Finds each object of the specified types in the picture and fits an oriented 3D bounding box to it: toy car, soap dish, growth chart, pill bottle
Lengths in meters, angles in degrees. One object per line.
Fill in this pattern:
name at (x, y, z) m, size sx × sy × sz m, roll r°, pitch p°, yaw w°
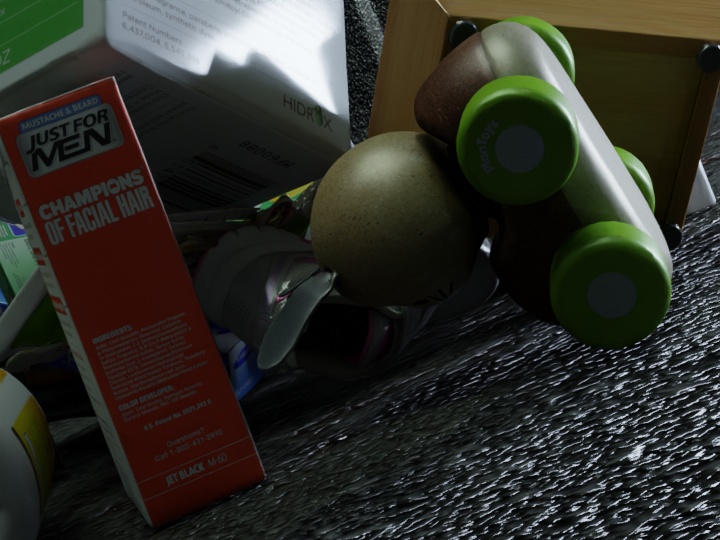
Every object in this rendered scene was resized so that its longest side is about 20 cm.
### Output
toy car at (0.038, -0.013, 0.814) m, size 0.200 × 0.158 × 0.164 m, roll -30°, pitch 13°, yaw 16°
soap dish at (0.107, -0.089, 0.931) m, size 0.199 × 0.158 × 0.081 m, roll 3°, pitch 26°, yaw -15°
growth chart at (-0.121, 0.009, 0.944) m, size 0.199 × 0.018 × 0.145 m, roll -12°, pitch -31°, yaw -40°
pill bottle at (-0.205, 0.100, 0.793) m, size 0.109 × 0.110 × 0.200 m, roll -22°, pitch 5°, yaw -6°

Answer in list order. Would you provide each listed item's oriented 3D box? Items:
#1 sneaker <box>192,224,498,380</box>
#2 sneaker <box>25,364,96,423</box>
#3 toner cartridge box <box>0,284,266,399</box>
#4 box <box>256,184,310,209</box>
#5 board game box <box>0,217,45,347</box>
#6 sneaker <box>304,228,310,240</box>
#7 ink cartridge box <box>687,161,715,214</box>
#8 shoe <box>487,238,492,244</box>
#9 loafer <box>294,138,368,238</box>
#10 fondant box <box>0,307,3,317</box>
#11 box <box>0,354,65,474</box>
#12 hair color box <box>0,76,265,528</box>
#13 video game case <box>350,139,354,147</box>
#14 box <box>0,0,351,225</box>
sneaker at (0.004, 0.022, 0.953) m, size 0.199 × 0.082 × 0.088 m, roll -9°, pitch 43°, yaw -31°
sneaker at (-0.159, 0.063, 1.172) m, size 0.199 × 0.077 × 0.078 m, roll -7°, pitch 41°, yaw -15°
toner cartridge box at (-0.150, 0.032, 1.086) m, size 0.199 × 0.043 × 0.095 m, roll 10°, pitch 30°, yaw 23°
box at (-0.061, -0.005, 1.209) m, size 0.199 × 0.118 × 0.048 m, roll -22°, pitch 33°, yaw 14°
board game box at (-0.176, -0.012, 1.093) m, size 0.134 × 0.029 × 0.200 m, roll -11°, pitch 27°, yaw -18°
sneaker at (0.045, -0.041, 1.030) m, size 0.112 × 0.073 × 0.200 m, roll 12°, pitch 65°, yaw 53°
ink cartridge box at (0.163, -0.131, 1.113) m, size 0.084 × 0.201 × 0.146 m, roll -21°, pitch 5°, yaw 11°
shoe at (0.000, 0.000, 1.131) m, size 0.199 × 0.054 × 0.070 m, roll -12°, pitch 14°, yaw 21°
loafer at (0.029, -0.066, 1.127) m, size 0.200 × 0.068 × 0.076 m, roll -39°, pitch 3°, yaw -32°
fondant box at (-0.341, 0.064, 1.031) m, size 0.144 × 0.058 × 0.200 m, roll -16°, pitch 9°, yaw 42°
box at (-0.304, 0.123, 1.070) m, size 0.163 × 0.086 × 0.200 m, roll -25°, pitch 6°, yaw -25°
hair color box at (-0.116, 0.014, 0.798) m, size 0.064 × 0.201 × 0.111 m, roll -23°, pitch 6°, yaw -12°
video game case at (-0.071, -0.013, 1.243) m, size 0.199 × 0.143 × 0.017 m, roll -20°, pitch 34°, yaw 15°
box at (-0.141, -0.134, 0.956) m, size 0.198 × 0.172 × 0.200 m, roll -21°, pitch -30°, yaw 35°
